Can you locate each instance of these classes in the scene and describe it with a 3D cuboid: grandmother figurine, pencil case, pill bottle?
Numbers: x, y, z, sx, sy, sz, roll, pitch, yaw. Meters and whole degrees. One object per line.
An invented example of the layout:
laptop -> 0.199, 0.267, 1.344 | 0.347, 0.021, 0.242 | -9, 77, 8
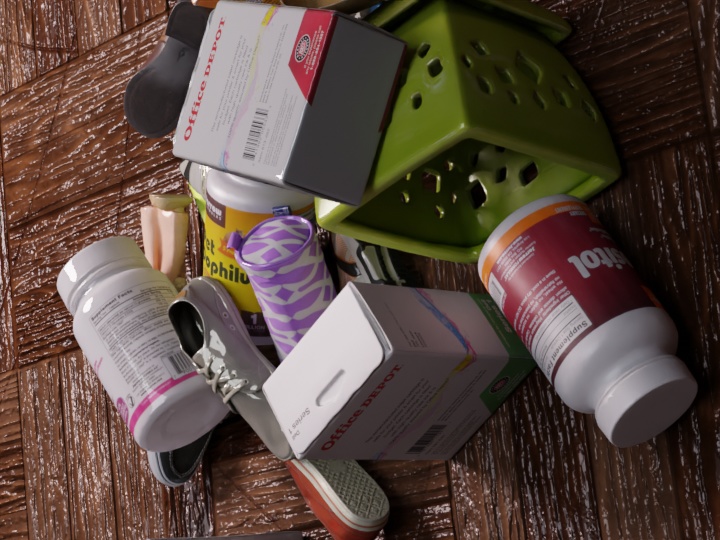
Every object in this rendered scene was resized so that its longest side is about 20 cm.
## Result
grandmother figurine -> -0.204, 0.022, 1.974 | 0.121, 0.060, 0.202 | -114, 26, -85
pencil case -> -0.060, 0.045, 1.757 | 0.085, 0.084, 0.201 | -9, 122, 14
pill bottle -> -0.097, -0.037, 1.813 | 0.109, 0.109, 0.202 | 31, 127, 42
pill bottle -> -0.217, 0.071, 1.870 | 0.114, 0.113, 0.201 | -50, 60, 29
pill bottle -> 0.190, 0.043, 1.552 | 0.113, 0.112, 0.201 | -52, 54, 28

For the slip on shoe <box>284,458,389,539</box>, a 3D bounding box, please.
slip on shoe -> -0.041, 0.191, 1.802 | 0.200, 0.074, 0.062 | 50, 137, 37

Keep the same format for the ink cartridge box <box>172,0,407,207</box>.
ink cartridge box -> -0.064, -0.146, 1.593 | 0.199, 0.082, 0.147 | 18, 91, 56

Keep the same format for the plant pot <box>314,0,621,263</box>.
plant pot -> 0.080, -0.138, 1.628 | 0.198, 0.199, 0.183 | -31, 59, 41

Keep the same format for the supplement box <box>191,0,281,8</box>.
supplement box -> -0.077, -0.282, 1.792 | 0.069, 0.199, 0.067 | -44, 58, 37

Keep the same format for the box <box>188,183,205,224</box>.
box -> -0.093, -0.116, 1.899 | 0.200, 0.047, 0.123 | -44, 57, 34

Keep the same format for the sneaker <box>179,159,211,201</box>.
sneaker -> -0.132, -0.168, 1.858 | 0.087, 0.075, 0.202 | 32, 105, 47

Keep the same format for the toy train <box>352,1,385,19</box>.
toy train -> 0.006, -0.161, 1.786 | 0.116, 0.084, 0.202 | 33, 109, 53

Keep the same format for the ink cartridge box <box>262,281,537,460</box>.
ink cartridge box -> 0.035, 0.091, 1.640 | 0.145, 0.199, 0.084 | -50, 55, 29

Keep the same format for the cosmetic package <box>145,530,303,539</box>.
cosmetic package -> -0.182, 0.336, 1.833 | 0.198, 0.199, 0.124 | -23, 72, 41

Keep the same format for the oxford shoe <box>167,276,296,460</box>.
oxford shoe -> -0.121, 0.097, 1.769 | 0.201, 0.057, 0.075 | 57, 137, 13

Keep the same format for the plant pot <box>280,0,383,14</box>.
plant pot -> 0.018, -0.282, 1.635 | 0.199, 0.028, 0.201 | -28, 29, 17

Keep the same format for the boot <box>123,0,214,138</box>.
boot -> -0.156, -0.244, 1.885 | 0.068, 0.200, 0.189 | 26, 128, 5

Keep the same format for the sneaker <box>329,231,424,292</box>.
sneaker -> 0.000, 0.000, 1.776 | 0.080, 0.073, 0.201 | -47, 54, 36

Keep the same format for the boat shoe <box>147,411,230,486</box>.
boat shoe -> -0.166, 0.130, 1.927 | 0.071, 0.072, 0.202 | 19, 97, 49
